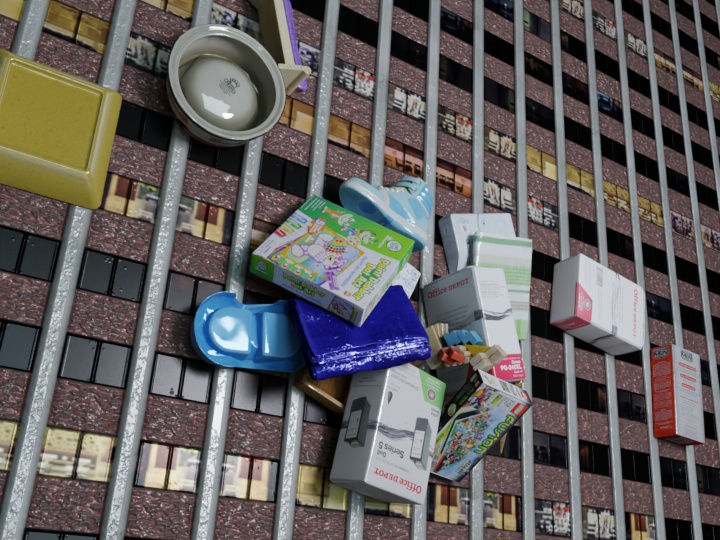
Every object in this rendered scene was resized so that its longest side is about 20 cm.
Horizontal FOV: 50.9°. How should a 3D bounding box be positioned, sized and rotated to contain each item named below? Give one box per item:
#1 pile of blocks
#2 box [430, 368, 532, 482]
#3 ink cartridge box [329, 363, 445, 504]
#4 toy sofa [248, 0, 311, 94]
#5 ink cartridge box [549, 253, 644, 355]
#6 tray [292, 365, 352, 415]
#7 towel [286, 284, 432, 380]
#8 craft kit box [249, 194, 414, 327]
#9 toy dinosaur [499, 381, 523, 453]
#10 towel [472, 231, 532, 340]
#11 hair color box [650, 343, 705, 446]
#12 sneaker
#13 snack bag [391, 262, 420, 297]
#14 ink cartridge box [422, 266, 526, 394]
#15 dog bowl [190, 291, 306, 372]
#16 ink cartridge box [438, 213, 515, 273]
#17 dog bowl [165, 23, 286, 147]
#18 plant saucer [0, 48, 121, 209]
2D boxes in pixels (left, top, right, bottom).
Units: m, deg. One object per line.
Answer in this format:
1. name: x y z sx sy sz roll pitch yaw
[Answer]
1. pile of blocks: 0.138 0.127 1.250 0.062 0.198 0.083 9 78 -58
2. box: 0.177 0.258 1.242 0.109 0.201 0.035 25 26 -24
3. ink cartridge box: 0.046 0.252 1.191 0.145 0.084 0.202 32 61 -37
4. toy sofa: -0.135 -0.419 1.330 0.097 0.083 0.202 -3 75 -34
5. ink cartridge box: 0.499 0.074 1.588 0.199 0.085 0.147 24 62 -23
6. tray: -0.028 0.124 1.241 0.098 0.037 0.201 36 58 -19
7. towel: 0.000 0.085 1.150 0.198 0.050 0.148 -7 51 -23
8. craft kit box: -0.041 -0.022 1.197 0.196 0.049 0.200 27 42 10
9. toy dinosaur: 0.254 0.230 1.392 0.105 0.060 0.202 -11 69 -23
10. towel: 0.266 0.032 1.453 0.148 0.031 0.202 6 87 -31
11. hair color box: 0.699 0.275 1.667 0.101 0.061 0.202 21 64 -27
12. sneaker: 0.052 -0.135 1.362 0.199 0.079 0.131 36 58 -30
13. snack bag: 0.000 0.000 1.275 0.200 0.021 0.189 40 42 -7
14. ink cartridge box: 0.196 0.106 1.330 0.083 0.145 0.202 1 73 -35
15. dog bowl: -0.165 0.099 1.148 0.198 0.049 0.113 10 68 -31
16. ink cartridge box: 0.243 -0.011 1.466 0.159 0.047 0.202 -3 74 -35
17. dog bowl: -0.225 -0.290 1.224 0.199 0.074 0.202 10 69 -28
18. plant saucer: -0.445 -0.209 1.068 0.199 0.048 0.202 16 66 -29
